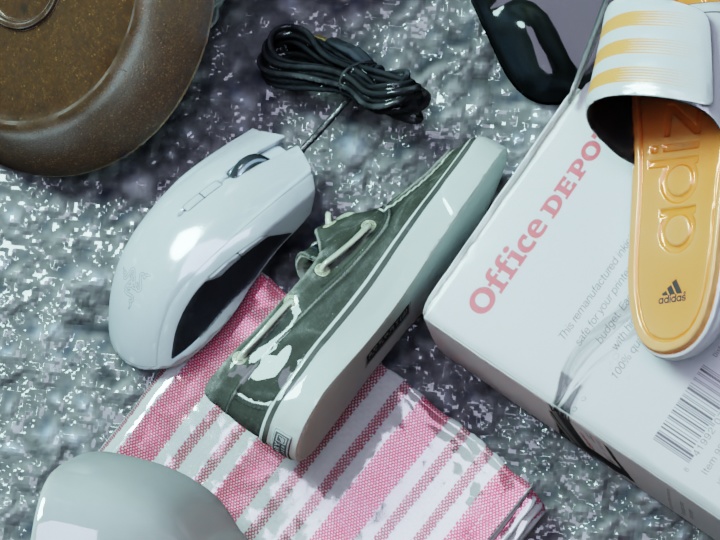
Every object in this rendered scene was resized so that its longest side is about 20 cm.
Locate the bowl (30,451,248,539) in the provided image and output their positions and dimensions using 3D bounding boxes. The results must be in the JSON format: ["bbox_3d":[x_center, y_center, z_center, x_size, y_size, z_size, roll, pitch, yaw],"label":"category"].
[{"bbox_3d":[-0.099,0.185,1.311,0.074,0.200,0.201,3,89,8],"label":"bowl"}]

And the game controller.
[{"bbox_3d":[0.154,-0.164,1.462,0.199,0.042,0.105,-25,88,2],"label":"game controller"}]

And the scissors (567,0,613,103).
[{"bbox_3d":[0.136,-0.169,1.414,0.014,0.073,0.201,23,84,-7],"label":"scissors"}]

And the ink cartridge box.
[{"bbox_3d":[0.152,0.026,1.383,0.199,0.084,0.145,34,82,15],"label":"ink cartridge box"}]

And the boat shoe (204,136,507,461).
[{"bbox_3d":[0.000,0.000,1.400,0.063,0.071,0.200,32,63,14],"label":"boat shoe"}]

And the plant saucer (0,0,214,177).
[{"bbox_3d":[-0.164,-0.148,1.455,0.199,0.034,0.202,1,93,29],"label":"plant saucer"}]

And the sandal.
[{"bbox_3d":[0.141,-0.065,1.319,0.079,0.059,0.208,-11,71,42],"label":"sandal"}]

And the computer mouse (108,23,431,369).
[{"bbox_3d":[-0.061,-0.037,1.436,0.109,0.044,0.200,34,82,41],"label":"computer mouse"}]

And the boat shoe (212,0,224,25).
[{"bbox_3d":[-0.098,-0.161,1.475,0.200,0.062,0.075,-36,84,20],"label":"boat shoe"}]

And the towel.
[{"bbox_3d":[-0.026,0.110,1.419,0.200,0.030,0.147,38,84,17],"label":"towel"}]
